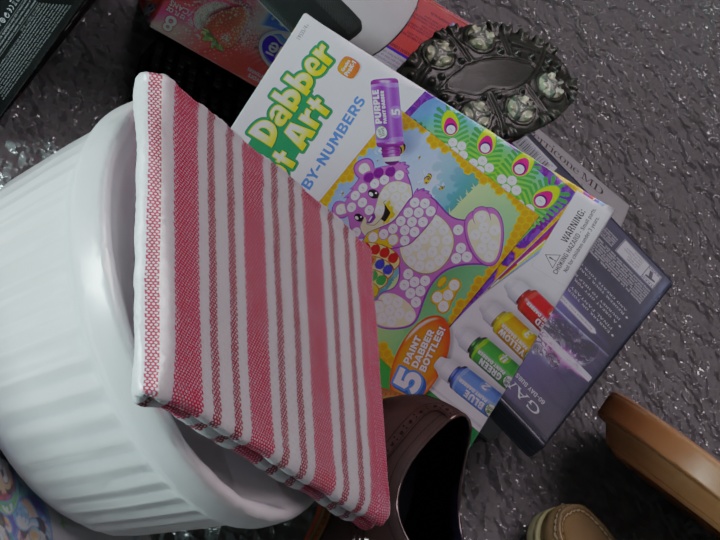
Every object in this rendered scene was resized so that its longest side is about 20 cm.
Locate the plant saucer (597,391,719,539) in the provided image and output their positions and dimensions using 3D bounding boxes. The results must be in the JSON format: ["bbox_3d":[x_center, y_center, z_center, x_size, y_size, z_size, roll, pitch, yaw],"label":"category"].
[{"bbox_3d":[0.221,0.145,0.981,0.200,0.032,0.200,39,-1,0],"label":"plant saucer"}]

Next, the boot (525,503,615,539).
[{"bbox_3d":[0.188,0.192,0.897,0.072,0.155,0.200,-11,65,-45],"label":"boot"}]

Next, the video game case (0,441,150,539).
[{"bbox_3d":[-0.163,0.070,0.712,0.200,0.024,0.182,4,68,-68],"label":"video game case"}]

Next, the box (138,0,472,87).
[{"bbox_3d":[-0.027,-0.153,1.026,0.200,0.103,0.095,27,10,-19],"label":"box"}]

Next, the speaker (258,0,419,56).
[{"bbox_3d":[-0.053,-0.197,0.877,0.200,0.081,0.081,41,34,-43],"label":"speaker"}]

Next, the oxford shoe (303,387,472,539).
[{"bbox_3d":[0.006,0.155,0.787,0.071,0.072,0.200,18,79,-42],"label":"oxford shoe"}]

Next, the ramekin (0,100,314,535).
[{"bbox_3d":[-0.096,0.028,0.749,0.202,0.094,0.203,51,29,-43],"label":"ramekin"}]

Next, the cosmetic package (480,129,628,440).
[{"bbox_3d":[0.093,0.000,1.043,0.101,0.071,0.200,38,40,-7],"label":"cosmetic package"}]

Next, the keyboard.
[{"bbox_3d":[-0.053,-0.066,1.015,0.200,0.021,0.127,27,43,-20],"label":"keyboard"}]

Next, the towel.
[{"bbox_3d":[-0.044,0.021,0.719,0.200,0.030,0.147,40,40,-53],"label":"towel"}]

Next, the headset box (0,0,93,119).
[{"bbox_3d":[-0.167,-0.193,0.926,0.075,0.149,0.200,37,40,-12],"label":"headset box"}]

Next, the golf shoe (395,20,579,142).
[{"bbox_3d":[0.035,-0.087,0.979,0.200,0.088,0.077,-21,74,-23],"label":"golf shoe"}]

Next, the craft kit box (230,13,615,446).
[{"bbox_3d":[0.000,0.000,0.873,0.197,0.049,0.200,31,83,2],"label":"craft kit box"}]

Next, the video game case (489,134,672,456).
[{"bbox_3d":[0.097,0.004,0.974,0.143,0.019,0.200,46,42,2],"label":"video game case"}]
